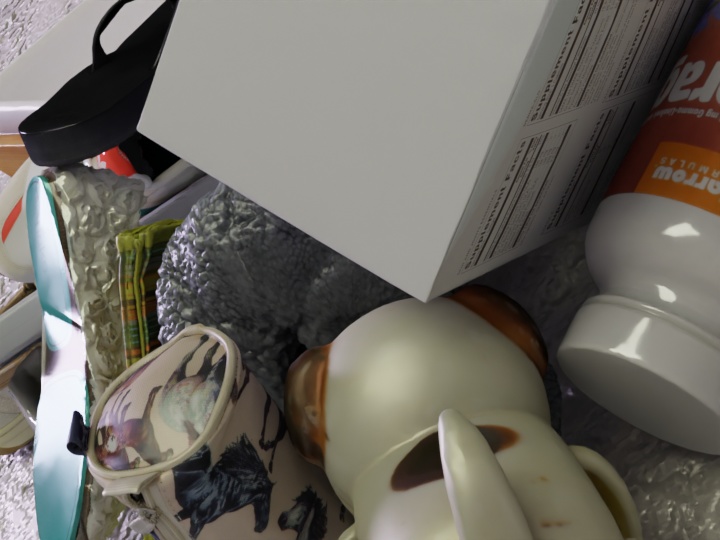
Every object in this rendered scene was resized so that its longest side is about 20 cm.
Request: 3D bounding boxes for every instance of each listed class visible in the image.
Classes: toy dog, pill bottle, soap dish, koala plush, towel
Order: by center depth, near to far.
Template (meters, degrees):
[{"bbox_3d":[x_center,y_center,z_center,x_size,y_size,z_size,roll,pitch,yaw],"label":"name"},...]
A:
[{"bbox_3d":[0.036,0.097,0.858,0.139,0.194,0.200,-30,40,7],"label":"toy dog"},{"bbox_3d":[0.164,-0.029,0.913,0.112,0.112,0.200,8,63,52],"label":"pill bottle"},{"bbox_3d":[-0.086,0.076,1.038,0.018,0.200,0.086,-3,6,16],"label":"towel"},{"bbox_3d":[0.000,0.000,1.042,0.177,0.184,0.200,-18,23,23],"label":"koala plush"},{"bbox_3d":[-0.129,-0.124,1.338,0.157,0.081,0.200,3,43,50],"label":"soap dish"}]

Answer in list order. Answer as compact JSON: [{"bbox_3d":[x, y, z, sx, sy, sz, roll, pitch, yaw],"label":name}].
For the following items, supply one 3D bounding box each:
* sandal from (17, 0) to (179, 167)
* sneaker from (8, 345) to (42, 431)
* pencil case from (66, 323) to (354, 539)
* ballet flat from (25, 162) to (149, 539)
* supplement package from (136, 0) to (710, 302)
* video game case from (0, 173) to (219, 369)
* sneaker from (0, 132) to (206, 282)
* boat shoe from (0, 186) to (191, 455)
[{"bbox_3d":[-0.108,-0.114,1.109,0.076,0.043,0.200,-10,23,25],"label":"sandal"},{"bbox_3d":[-0.115,0.086,1.151,0.200,0.081,0.077,6,60,50],"label":"sneaker"},{"bbox_3d":[-0.046,0.121,0.941,0.078,0.200,0.090,4,48,39],"label":"pencil case"},{"bbox_3d":[-0.122,0.043,1.055,0.072,0.072,0.200,-10,80,44],"label":"ballet flat"},{"bbox_3d":[0.038,-0.105,0.919,0.152,0.200,0.151,31,115,20],"label":"supplement package"},{"bbox_3d":[-0.134,-0.001,1.186,0.200,0.024,0.182,-35,2,-15],"label":"video game case"},{"bbox_3d":[-0.136,-0.057,1.173,0.200,0.070,0.093,-31,-3,18],"label":"sneaker"},{"bbox_3d":[-0.175,0.017,1.299,0.200,0.066,0.074,-52,32,-8],"label":"boat shoe"}]
